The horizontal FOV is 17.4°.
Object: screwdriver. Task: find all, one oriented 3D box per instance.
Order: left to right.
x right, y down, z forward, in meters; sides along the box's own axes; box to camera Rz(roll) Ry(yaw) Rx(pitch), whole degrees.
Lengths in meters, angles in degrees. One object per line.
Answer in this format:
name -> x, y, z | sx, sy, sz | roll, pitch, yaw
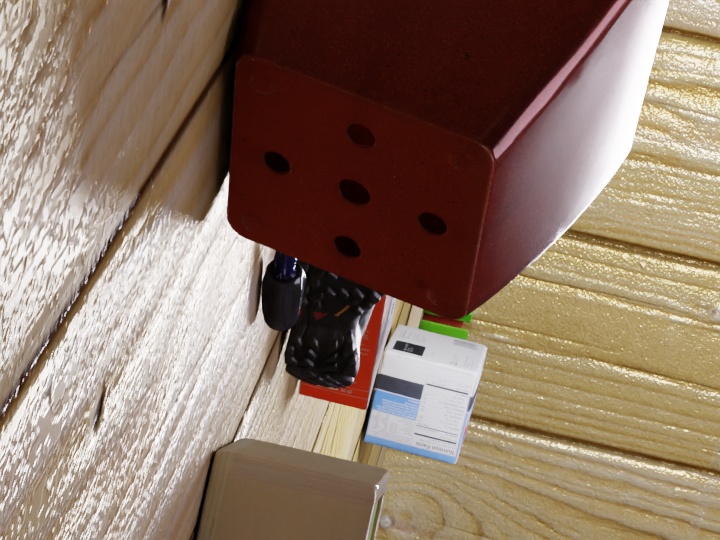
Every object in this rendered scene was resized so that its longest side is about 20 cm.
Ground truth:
screwdriver -> -0.041, -0.024, 1.428 | 0.029, 0.028, 0.200 | -40, 159, -30

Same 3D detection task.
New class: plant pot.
plant pot -> 0.032, -0.097, 1.185 | 0.200, 0.199, 0.177 | 97, 17, -51

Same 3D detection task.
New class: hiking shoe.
hiking shoe -> -0.014, -0.010, 1.688 | 0.101, 0.075, 0.200 | -85, -168, -45

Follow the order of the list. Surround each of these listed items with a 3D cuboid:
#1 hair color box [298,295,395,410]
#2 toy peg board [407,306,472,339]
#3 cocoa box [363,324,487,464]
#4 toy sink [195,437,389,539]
hair color box -> 0.000, 0.000, 1.885 | 0.111, 0.064, 0.201 | -72, 172, -48
toy peg board -> 0.112, 0.151, 3.747 | 0.200, 0.097, 0.201 | 98, 6, -48
cocoa box -> 0.087, 0.165, 3.153 | 0.200, 0.133, 0.132 | -53, 157, -80
toy sink -> -0.051, 0.217, 1.476 | 0.130, 0.111, 0.201 | 19, 84, -86
